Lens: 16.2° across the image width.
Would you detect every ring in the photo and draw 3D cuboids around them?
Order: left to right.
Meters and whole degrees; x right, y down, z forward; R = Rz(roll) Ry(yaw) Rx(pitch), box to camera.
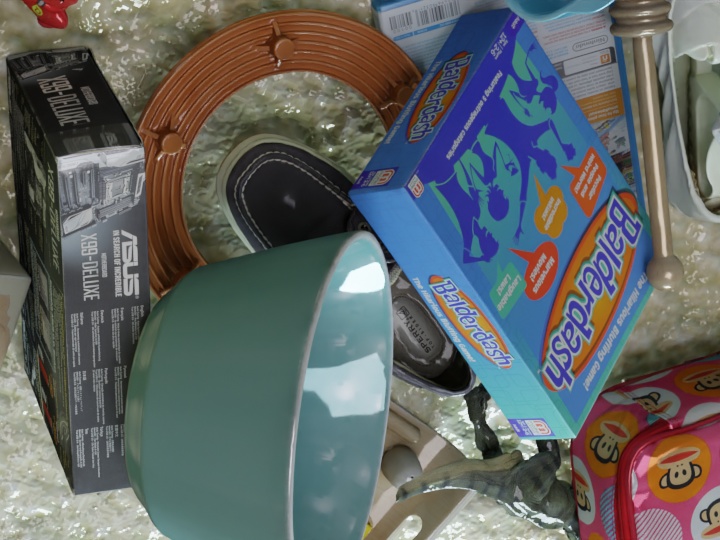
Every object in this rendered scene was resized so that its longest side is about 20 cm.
[{"bbox_3d":[-0.038,-0.048,1.438,0.200,0.019,0.200,-8,111,-22],"label":"ring"}]

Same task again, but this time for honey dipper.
[{"bbox_3d":[0.168,-0.085,1.472,0.038,0.038,0.200,-9,101,-14],"label":"honey dipper"}]

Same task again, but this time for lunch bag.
[{"bbox_3d":[0.231,0.141,1.589,0.200,0.082,0.176,-19,118,-22],"label":"lunch bag"}]

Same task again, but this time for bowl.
[{"bbox_3d":[-0.057,0.074,1.331,0.105,0.201,0.201,6,115,13],"label":"bowl"}]

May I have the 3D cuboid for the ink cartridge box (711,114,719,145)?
[{"bbox_3d":[0.300,-0.068,1.514,0.200,0.050,0.161,52,52,-27],"label":"ink cartridge box"}]

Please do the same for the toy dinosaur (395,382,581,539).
[{"bbox_3d":[0.095,0.115,1.558,0.200,0.047,0.088,20,69,-46],"label":"toy dinosaur"}]

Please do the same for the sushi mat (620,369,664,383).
[{"bbox_3d":[0.261,0.095,1.642,0.200,0.012,0.096,-10,116,-14],"label":"sushi mat"}]

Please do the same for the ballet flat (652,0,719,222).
[{"bbox_3d":[0.207,-0.118,1.498,0.069,0.069,0.200,-12,117,-13],"label":"ballet flat"}]

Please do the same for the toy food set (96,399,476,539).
[{"bbox_3d":[-0.041,0.128,1.531,0.200,0.060,0.144,37,98,-28],"label":"toy food set"}]

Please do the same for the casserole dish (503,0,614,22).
[{"bbox_3d":[0.105,-0.223,1.361,0.121,0.200,0.039,-38,154,30],"label":"casserole dish"}]

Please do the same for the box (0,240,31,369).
[{"bbox_3d":[-0.265,0.070,1.412,0.095,0.078,0.200,7,112,-34],"label":"box"}]

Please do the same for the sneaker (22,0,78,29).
[{"bbox_3d":[-0.176,-0.168,1.345,0.200,0.077,0.085,-2,119,-17],"label":"sneaker"}]

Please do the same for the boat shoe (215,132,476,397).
[{"bbox_3d":[0.000,0.000,1.423,0.072,0.065,0.200,-45,120,-6],"label":"boat shoe"}]

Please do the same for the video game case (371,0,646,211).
[{"bbox_3d":[0.092,-0.086,1.502,0.143,0.018,0.200,-17,118,-11],"label":"video game case"}]

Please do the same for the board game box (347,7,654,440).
[{"bbox_3d":[0.090,-0.025,1.446,0.200,0.045,0.152,54,50,-30],"label":"board game box"}]

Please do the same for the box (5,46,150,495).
[{"bbox_3d":[-0.153,-0.003,1.380,0.050,0.158,0.200,-7,115,-15],"label":"box"}]
